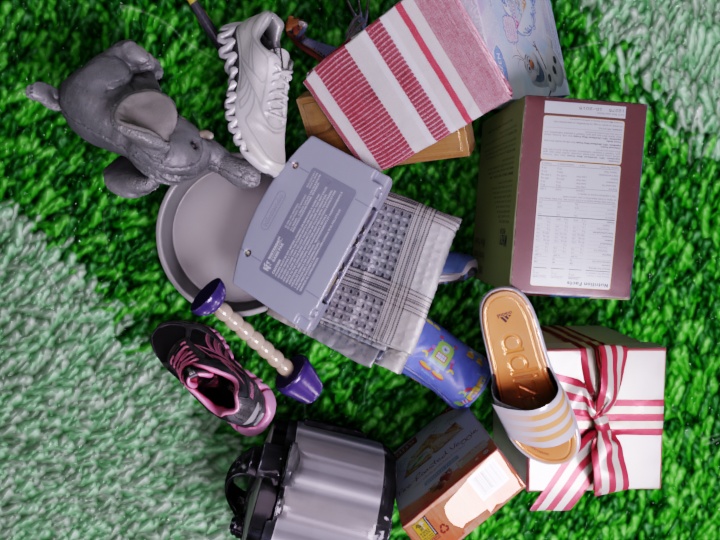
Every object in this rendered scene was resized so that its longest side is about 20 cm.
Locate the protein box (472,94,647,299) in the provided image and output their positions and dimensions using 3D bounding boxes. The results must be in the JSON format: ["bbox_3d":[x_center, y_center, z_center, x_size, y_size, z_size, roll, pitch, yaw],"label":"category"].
[{"bbox_3d":[0.221,-0.081,0.754,0.132,0.199,0.205,4,95,-2],"label":"protein box"}]

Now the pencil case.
[{"bbox_3d":[0.071,0.100,0.819,0.198,0.078,0.088,34,63,-5],"label":"pencil case"}]

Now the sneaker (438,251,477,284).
[{"bbox_3d":[0.052,-0.026,0.807,0.195,0.076,0.079,8,91,1],"label":"sneaker"}]

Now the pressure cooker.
[{"bbox_3d":[-0.067,0.275,0.776,0.196,0.179,0.180,15,96,-5],"label":"pressure cooker"}]

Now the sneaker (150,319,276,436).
[{"bbox_3d":[-0.191,0.119,0.773,0.198,0.095,0.080,32,88,24],"label":"sneaker"}]

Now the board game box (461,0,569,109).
[{"bbox_3d":[0.169,-0.295,0.751,0.043,0.197,0.205,-10,96,41],"label":"board game box"}]

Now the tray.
[{"bbox_3d":[0.028,-0.175,0.756,0.196,0.037,0.100,-3,120,27],"label":"tray"}]

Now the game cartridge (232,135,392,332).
[{"bbox_3d":[-0.064,-0.048,0.759,0.132,0.040,0.203,30,91,15],"label":"game cartridge"}]

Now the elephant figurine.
[{"bbox_3d":[-0.237,-0.151,0.727,0.154,0.142,0.201,-38,71,-1],"label":"elephant figurine"}]

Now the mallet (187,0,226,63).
[{"bbox_3d":[-0.209,-0.337,0.796,0.041,0.066,0.202,-32,110,1],"label":"mallet"}]

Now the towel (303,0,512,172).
[{"bbox_3d":[0.046,-0.201,0.695,0.198,0.023,0.145,-24,111,36],"label":"towel"}]

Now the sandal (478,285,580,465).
[{"bbox_3d":[0.167,0.122,0.664,0.078,0.059,0.210,-18,103,21],"label":"sandal"}]

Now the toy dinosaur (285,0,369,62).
[{"bbox_3d":[-0.010,-0.243,0.787,0.177,0.105,0.205,10,103,13],"label":"toy dinosaur"}]

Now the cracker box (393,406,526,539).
[{"bbox_3d":[0.104,0.240,0.772,0.133,0.200,0.058,-40,94,0],"label":"cracker box"}]

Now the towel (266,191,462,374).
[{"bbox_3d":[0.000,0.000,0.764,0.189,0.035,0.204,21,90,13],"label":"towel"}]

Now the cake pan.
[{"bbox_3d":[-0.157,-0.045,0.816,0.195,0.037,0.205,0,95,-3],"label":"cake pan"}]

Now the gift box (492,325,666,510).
[{"bbox_3d":[0.247,0.169,0.782,0.195,0.187,0.189,-5,95,-4],"label":"gift box"}]

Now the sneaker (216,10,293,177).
[{"bbox_3d":[-0.114,-0.212,0.755,0.080,0.075,0.205,-17,77,26],"label":"sneaker"}]

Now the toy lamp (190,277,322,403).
[{"bbox_3d":[-0.122,0.094,0.799,0.058,0.058,0.200,-41,114,0],"label":"toy lamp"}]
